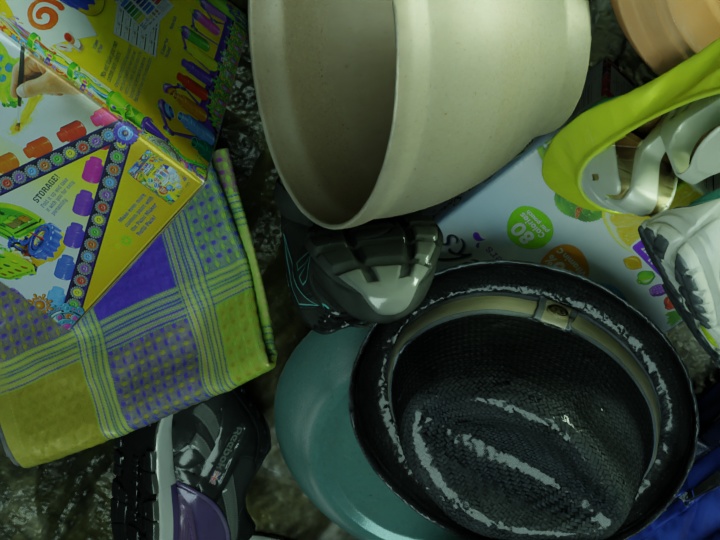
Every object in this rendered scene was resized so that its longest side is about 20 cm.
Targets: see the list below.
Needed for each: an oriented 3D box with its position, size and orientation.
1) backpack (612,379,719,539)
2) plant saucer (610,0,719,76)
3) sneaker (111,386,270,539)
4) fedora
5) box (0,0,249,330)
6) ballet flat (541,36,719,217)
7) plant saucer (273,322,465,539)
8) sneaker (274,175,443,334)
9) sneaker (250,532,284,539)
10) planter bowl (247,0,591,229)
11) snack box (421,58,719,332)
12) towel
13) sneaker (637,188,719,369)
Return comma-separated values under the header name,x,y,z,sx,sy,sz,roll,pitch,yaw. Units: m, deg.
name,x,y,z,sx,sy,sz,roll,pitch,yaw
backpack,0.222,0.165,1.441,0.200,0.168,0.163,-33,106,25
plant saucer,0.226,-0.172,1.259,0.200,0.032,0.201,-5,116,-11
sneaker,-0.098,0.083,1.477,0.087,0.076,0.201,-5,113,-31
fedora,0.088,0.094,1.345,0.200,0.092,0.201,3,114,7
box,-0.178,-0.111,1.291,0.192,0.200,0.122,38,117,-15
ballet flat,0.161,-0.066,1.263,0.067,0.067,0.200,27,142,-26
plant saucer,0.044,0.104,1.439,0.199,0.036,0.200,4,123,6
sneaker,0.000,0.000,1.333,0.075,0.200,0.080,-4,107,-10
sneaker,-0.008,0.222,1.535,0.199,0.088,0.076,1,120,4
planter bowl,0.037,-0.127,1.286,0.134,0.200,0.201,-6,124,-24
snack box,0.114,-0.007,1.411,0.200,0.053,0.142,-38,109,25
towel,-0.145,0.023,1.409,0.200,0.023,0.144,-20,79,27
sneaker,0.210,0.009,1.306,0.080,0.078,0.200,-34,155,1
